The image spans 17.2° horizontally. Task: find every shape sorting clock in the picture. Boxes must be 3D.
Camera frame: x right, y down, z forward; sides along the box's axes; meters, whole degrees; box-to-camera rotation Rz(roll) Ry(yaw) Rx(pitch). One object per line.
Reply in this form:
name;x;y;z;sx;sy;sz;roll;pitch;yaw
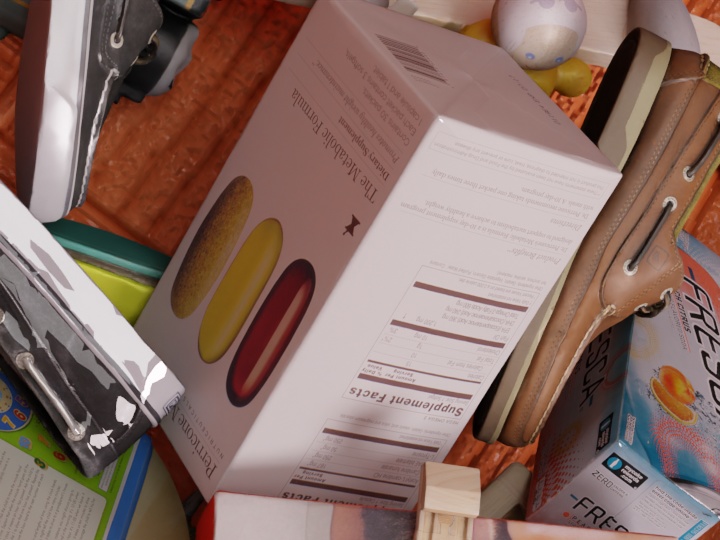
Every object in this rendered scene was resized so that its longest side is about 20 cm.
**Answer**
shape sorting clock;-0.164;0.092;1.006;0.200;0.039;0.200;26;34;-19

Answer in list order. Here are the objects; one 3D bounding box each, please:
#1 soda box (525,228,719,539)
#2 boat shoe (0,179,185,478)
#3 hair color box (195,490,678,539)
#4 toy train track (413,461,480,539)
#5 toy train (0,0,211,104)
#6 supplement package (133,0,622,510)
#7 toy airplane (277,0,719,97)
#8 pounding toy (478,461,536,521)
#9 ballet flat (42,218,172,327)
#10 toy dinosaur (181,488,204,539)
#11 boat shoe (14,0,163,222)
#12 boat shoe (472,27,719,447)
soda box;0.132;0.056;1.131;0.064;0.068;0.200;36;33;-14
boat shoe;-0.166;0.003;1.015;0.068;0.074;0.199;-43;95;-13
hair color box;0.029;0.161;1.000;0.199;0.064;0.111;6;70;-10
toy train track;0.028;0.173;0.945;0.114;0.033;0.201;9;71;-8
toy train;-0.152;-0.159;1.102;0.200;0.085;0.114;27;88;-18
supplement package;0.000;0.000;1.040;0.109;0.114;0.200;14;115;-38
toy airplane;0.069;-0.121;1.144;0.200;0.141;0.199;-38;97;-20
pounding toy;0.063;0.236;1.119;0.184;0.142;0.200;-41;83;-20
ballet flat;-0.167;-0.005;1.092;0.200;0.067;0.067;25;98;-14
toy dinosaur;-0.121;0.161;1.048;0.077;0.200;0.102;34;116;-4
boat shoe;-0.112;-0.118;1.043;0.056;0.069;0.201;7;96;-18
boat shoe;0.115;-0.006;1.070;0.068;0.072;0.200;24;93;-8
